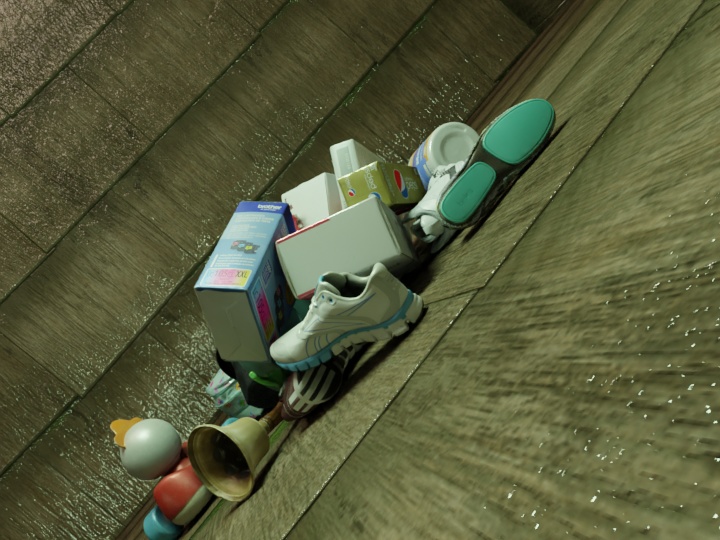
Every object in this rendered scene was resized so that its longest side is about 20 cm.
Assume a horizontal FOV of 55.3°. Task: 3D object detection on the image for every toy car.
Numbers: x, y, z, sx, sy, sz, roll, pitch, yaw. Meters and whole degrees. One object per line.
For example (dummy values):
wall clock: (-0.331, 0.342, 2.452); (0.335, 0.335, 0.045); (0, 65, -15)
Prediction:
toy car: (-0.314, 0.298, 1.122); (0.184, 0.200, 0.177); (-48, 4, 17)

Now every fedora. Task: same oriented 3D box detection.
fedora: (-0.142, 0.159, 1.107); (0.201, 0.200, 0.092); (-47, 35, 35)

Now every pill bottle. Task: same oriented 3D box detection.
pill bottle: (0.156, -0.205, 1.340); (0.112, 0.112, 0.200); (-50, 4, -14)

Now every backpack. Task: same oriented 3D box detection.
backpack: (-0.205, 0.207, 1.349); (0.167, 0.126, 0.200); (-41, 11, 46)

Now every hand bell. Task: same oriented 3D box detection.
hand bell: (-0.120, 0.200, 0.900); (0.104, 0.104, 0.200); (-47, -8, 36)

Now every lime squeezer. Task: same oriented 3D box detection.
lime squeezer: (-0.094, 0.134, 0.915); (0.071, 0.038, 0.200); (-42, -11, 30)

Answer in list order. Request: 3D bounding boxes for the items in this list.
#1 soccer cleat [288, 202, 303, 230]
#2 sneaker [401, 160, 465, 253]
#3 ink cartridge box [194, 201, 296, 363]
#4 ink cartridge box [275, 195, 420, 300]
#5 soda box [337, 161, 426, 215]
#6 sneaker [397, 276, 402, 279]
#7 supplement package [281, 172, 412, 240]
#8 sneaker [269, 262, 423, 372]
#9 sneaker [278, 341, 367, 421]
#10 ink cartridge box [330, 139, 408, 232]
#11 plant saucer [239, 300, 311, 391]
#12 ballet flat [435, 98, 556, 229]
soccer cleat: (-0.115, -0.031, 1.080); (0.076, 0.067, 0.200); (-28, 45, 2)
sneaker: (0.110, -0.090, 0.987); (0.115, 0.075, 0.200); (-47, 6, -4)
ink cartridge box: (-0.134, 0.002, 0.908); (0.201, 0.076, 0.137); (-75, -18, -45)
ink cartridge box: (-0.009, -0.020, 0.929); (0.146, 0.083, 0.200); (-24, -8, 9)
soda box: (0.039, -0.117, 1.019); (0.067, 0.064, 0.200); (-21, -2, 21)
sneaker: (0.000, 0.001, 1.104); (0.073, 0.114, 0.200); (-50, 4, -39)
supplement package: (-0.022, -0.084, 1.210); (0.199, 0.120, 0.121); (5, -17, -44)
sneaker: (-0.033, 0.045, 0.760); (0.199, 0.087, 0.075); (-26, 25, 28)
sneaker: (-0.056, 0.117, 0.891); (0.116, 0.076, 0.200); (-52, 1, 37)
ink cartridge box: (0.022, -0.113, 1.140); (0.050, 0.163, 0.200); (-15, -12, 18)
plant saucer: (-0.115, 0.080, 1.012); (0.027, 0.200, 0.200); (-33, 12, 36)
ballet flat: (0.163, -0.129, 0.851); (0.200, 0.072, 0.072); (-48, 3, -6)
